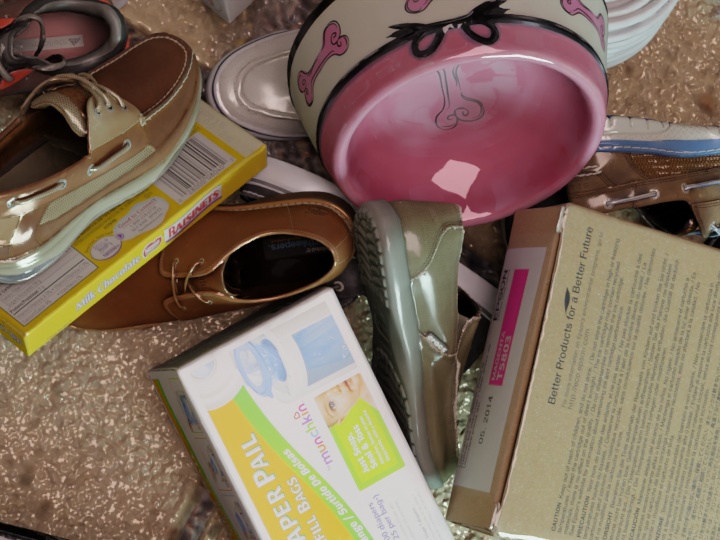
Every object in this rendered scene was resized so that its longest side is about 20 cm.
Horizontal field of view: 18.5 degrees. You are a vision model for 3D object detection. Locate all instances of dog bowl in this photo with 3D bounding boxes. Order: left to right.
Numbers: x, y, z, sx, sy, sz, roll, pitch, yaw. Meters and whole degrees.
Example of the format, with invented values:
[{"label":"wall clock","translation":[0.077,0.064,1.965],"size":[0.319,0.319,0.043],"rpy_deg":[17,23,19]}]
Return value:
[{"label":"dog bowl","translation":[0.059,-0.101,1.316],"size":[0.199,0.201,0.074],"rpy_deg":[-1,54,-15]}]

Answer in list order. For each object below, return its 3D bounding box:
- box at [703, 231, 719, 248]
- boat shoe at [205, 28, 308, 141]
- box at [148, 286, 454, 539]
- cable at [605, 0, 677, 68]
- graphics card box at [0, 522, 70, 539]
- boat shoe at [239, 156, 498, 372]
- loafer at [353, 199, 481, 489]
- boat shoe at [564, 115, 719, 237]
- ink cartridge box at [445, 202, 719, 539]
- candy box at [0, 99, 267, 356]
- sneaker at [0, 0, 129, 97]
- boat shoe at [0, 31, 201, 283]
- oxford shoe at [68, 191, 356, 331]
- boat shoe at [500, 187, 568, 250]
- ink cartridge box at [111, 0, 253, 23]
[{"label":"box","translation":[0.269,0.094,1.470],"size":[0.200,0.049,0.161],"rpy_deg":[41,82,-9]},{"label":"boat shoe","translation":[0.003,-0.121,1.396],"size":[0.199,0.070,0.071],"rpy_deg":[-3,88,-16]},{"label":"box","translation":[-0.032,0.125,1.357],"size":[0.112,0.101,0.201],"rpy_deg":[-28,95,-15]},{"label":"cable","translation":[0.116,-0.221,1.406],"size":[0.199,0.069,0.201],"rpy_deg":[19,61,-12]},{"label":"graphics card box","translation":[-0.166,0.186,1.306],"size":[0.199,0.125,0.051],"rpy_deg":[18,83,-15]},{"label":"boat shoe","translation":[0.000,0.000,1.395],"size":[0.199,0.070,0.067],"rpy_deg":[32,78,-19]},{"label":"loafer","translation":[0.046,0.044,1.343],"size":[0.069,0.075,0.201],"rpy_deg":[-16,123,-13]},{"label":"boat shoe","translation":[0.210,-0.058,1.441],"size":[0.199,0.072,0.073],"rpy_deg":[3,89,-27]},{"label":"ink cartridge box","translation":[0.155,0.076,1.343],"size":[0.164,0.075,0.201],"rpy_deg":[16,84,-21]},{"label":"candy box","translation":[-0.159,-0.039,1.319],"size":[0.102,0.027,0.200],"rpy_deg":[34,58,27]},{"label":"sneaker","translation":[-0.231,-0.131,1.326],"size":[0.199,0.082,0.078],"rpy_deg":[-19,92,-16]},{"label":"boat shoe","translation":[-0.160,-0.078,1.286],"size":[0.075,0.072,0.200],"rpy_deg":[23,54,22]},{"label":"oxford shoe","translation":[-0.101,-0.002,1.334],"size":[0.199,0.071,0.072],"rpy_deg":[-14,107,11]},{"label":"boat shoe","translation":[0.130,0.000,1.428],"size":[0.071,0.068,0.202],"rpy_deg":[3,85,-13]},{"label":"ink cartridge box","translation":[-0.069,-0.234,1.351],"size":[0.068,0.115,0.200],"rpy_deg":[41,76,21]}]
